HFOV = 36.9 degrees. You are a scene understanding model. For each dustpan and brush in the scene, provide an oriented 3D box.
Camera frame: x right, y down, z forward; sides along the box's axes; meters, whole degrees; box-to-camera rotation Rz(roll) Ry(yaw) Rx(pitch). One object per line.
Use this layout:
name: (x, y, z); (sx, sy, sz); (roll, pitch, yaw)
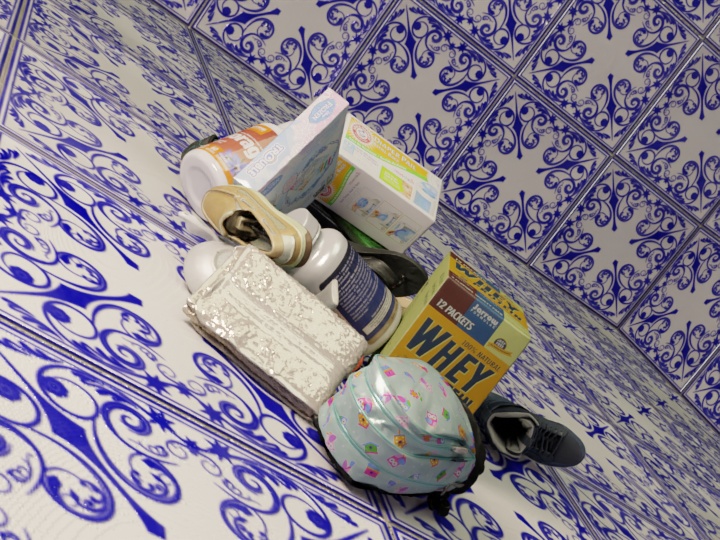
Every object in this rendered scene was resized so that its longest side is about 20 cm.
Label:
dustpan and brush: (-0.171, -0.015, 1.414); (0.199, 0.057, 0.140); (29, 15, -37)

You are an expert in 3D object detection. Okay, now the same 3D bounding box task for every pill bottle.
pill bottle: (-0.166, -0.158, 1.637); (0.199, 0.113, 0.112); (-29, 60, -38)
pill bottle: (-0.042, 0.015, 1.453); (0.200, 0.111, 0.111); (49, 5, -26)

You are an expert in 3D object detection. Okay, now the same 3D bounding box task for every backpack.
backpack: (0.041, 0.170, 1.184); (0.199, 0.127, 0.167); (17, 26, -52)

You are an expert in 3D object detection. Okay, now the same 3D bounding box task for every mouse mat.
mouse mat: (0.023, -0.041, 1.724); (0.160, 0.008, 0.200); (27, 16, -42)

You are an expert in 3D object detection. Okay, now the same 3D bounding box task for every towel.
towel: (-0.094, 0.065, 1.233); (0.199, 0.035, 0.133); (38, 50, 1)

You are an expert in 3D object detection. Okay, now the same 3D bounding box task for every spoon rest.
spoon rest: (-0.128, 0.021, 1.349); (0.198, 0.061, 0.100); (15, 50, -21)

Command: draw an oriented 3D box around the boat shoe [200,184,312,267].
boat shoe: (-0.146, -0.062, 1.341); (0.076, 0.073, 0.199); (3, 16, -46)

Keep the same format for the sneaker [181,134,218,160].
sneaker: (-0.242, -0.182, 1.769); (0.075, 0.080, 0.200); (30, 12, -23)

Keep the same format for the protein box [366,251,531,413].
protein box: (0.112, 0.108, 1.446); (0.134, 0.201, 0.199); (36, 11, -2)

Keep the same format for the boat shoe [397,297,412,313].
boat shoe: (0.015, 0.029, 1.648); (0.197, 0.070, 0.074); (17, 12, -1)

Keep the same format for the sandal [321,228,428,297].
sandal: (-0.001, 0.001, 1.535); (0.198, 0.076, 0.048); (18, 38, -7)

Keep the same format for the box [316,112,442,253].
box: (0.020, -0.137, 1.729); (0.199, 0.101, 0.113); (33, 40, -17)

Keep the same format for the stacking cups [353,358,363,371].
stacking cups: (-0.063, 0.092, 1.354); (0.199, 0.061, 0.061); (29, 14, -49)

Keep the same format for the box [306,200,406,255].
box: (-0.030, -0.027, 1.782); (0.199, 0.105, 0.182); (39, 13, 4)

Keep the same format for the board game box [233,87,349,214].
board game box: (-0.103, -0.131, 1.525); (0.043, 0.200, 0.200); (38, -26, 10)

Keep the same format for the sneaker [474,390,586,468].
sneaker: (0.263, 0.254, 1.613); (0.200, 0.078, 0.146); (26, 2, -8)
